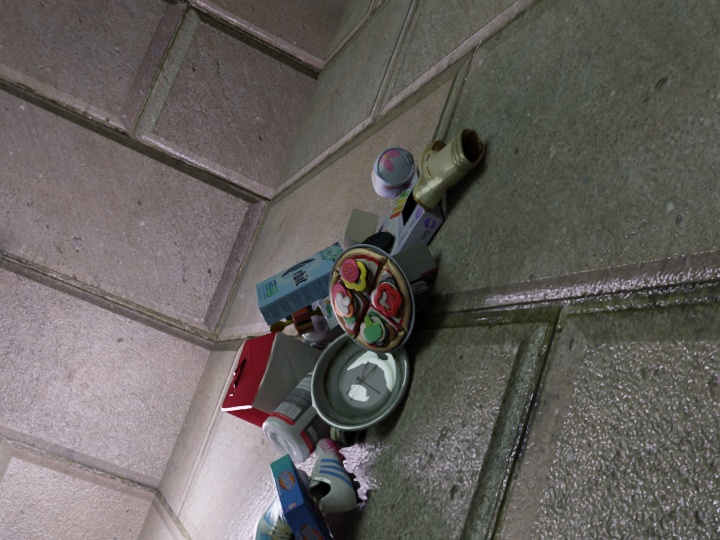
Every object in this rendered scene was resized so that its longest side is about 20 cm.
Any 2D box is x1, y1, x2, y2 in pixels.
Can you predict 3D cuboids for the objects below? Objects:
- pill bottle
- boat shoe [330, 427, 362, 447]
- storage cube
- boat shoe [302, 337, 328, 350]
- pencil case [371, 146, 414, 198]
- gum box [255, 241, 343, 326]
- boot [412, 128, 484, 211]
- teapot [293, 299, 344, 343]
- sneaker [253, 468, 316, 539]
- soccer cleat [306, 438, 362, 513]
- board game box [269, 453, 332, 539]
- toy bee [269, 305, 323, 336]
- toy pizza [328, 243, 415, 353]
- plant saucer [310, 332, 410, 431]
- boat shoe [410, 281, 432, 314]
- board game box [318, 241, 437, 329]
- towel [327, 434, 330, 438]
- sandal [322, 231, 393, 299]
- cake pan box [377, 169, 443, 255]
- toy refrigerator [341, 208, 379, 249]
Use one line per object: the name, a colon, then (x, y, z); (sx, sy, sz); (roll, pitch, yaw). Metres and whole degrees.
pill bottle: (-0.091, 0.271, 1.632); (0.200, 0.111, 0.111); (-46, 4, -32)
boat shoe: (-0.003, 0.240, 1.570); (0.065, 0.073, 0.202); (-8, 69, 65)
storage cube: (-0.164, 0.247, 1.767); (0.179, 0.199, 0.172); (-21, 46, 59)
boat shoe: (-0.113, 0.188, 1.969); (0.071, 0.072, 0.201); (132, 158, -58)
pencil case: (0.072, -0.215, 1.832); (0.200, 0.090, 0.084); (88, 167, -87)
gum box: (-0.113, 0.023, 1.666); (0.199, 0.045, 0.170); (-27, 17, -1)
boot: (0.178, -0.225, 1.617); (0.155, 0.073, 0.201); (-45, 16, 39)
teapot: (-0.055, 0.064, 1.845); (0.199, 0.145, 0.199); (19, 107, 44)
sneaker: (-0.152, 0.505, 1.652); (0.202, 0.079, 0.130); (-68, 15, -3)
soccer cleat: (-0.064, 0.365, 1.488); (0.200, 0.086, 0.071); (-139, 40, -65)
board game box: (-0.098, 0.434, 1.463); (0.045, 0.153, 0.200); (-29, 16, -6)
toy bee: (-0.122, 0.093, 1.755); (0.200, 0.130, 0.110); (-78, -27, -62)
toy pizza: (0.013, 0.053, 1.463); (0.032, 0.201, 0.201); (-21, -24, -46)
plant saucer: (0.006, 0.203, 1.508); (0.198, 0.050, 0.202); (-14, 55, 22)
boat shoe: (0.074, 0.083, 1.549); (0.200, 0.069, 0.067); (-36, 71, 51)
board game box: (0.032, 0.030, 1.576); (0.147, 0.065, 0.200); (-23, -7, -39)
towel: (-0.080, 0.296, 1.809); (0.145, 0.023, 0.200); (-68, 16, -4)
sandal: (0.000, 0.000, 1.719); (0.200, 0.045, 0.075); (-49, 30, 6)
cake pan box: (0.099, -0.088, 1.718); (0.201, 0.052, 0.185); (-57, 21, 29)
toy refrigerator: (-0.004, -0.060, 1.887); (0.200, 0.069, 0.077); (107, 180, -68)
